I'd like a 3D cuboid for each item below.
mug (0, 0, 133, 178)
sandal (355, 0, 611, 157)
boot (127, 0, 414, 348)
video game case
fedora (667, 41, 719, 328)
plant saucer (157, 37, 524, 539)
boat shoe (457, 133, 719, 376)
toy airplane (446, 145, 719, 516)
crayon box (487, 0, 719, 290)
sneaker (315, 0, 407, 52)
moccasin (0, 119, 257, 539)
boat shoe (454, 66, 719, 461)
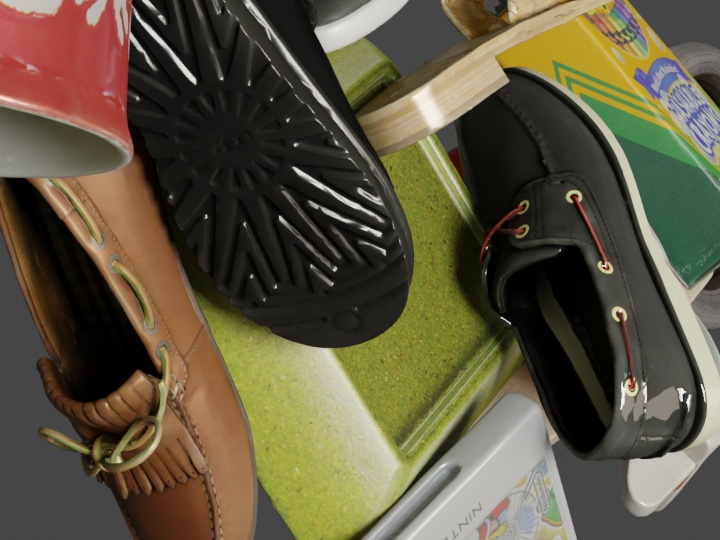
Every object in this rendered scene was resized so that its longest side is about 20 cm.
[{"bbox_3d":[-0.135,-0.143,0.546,0.177,0.132,0.202,20,74,-61],"label":"mug"},{"bbox_3d":[0.063,-0.132,0.827,0.211,0.077,0.070,-39,105,-37],"label":"sandal"},{"bbox_3d":[-0.032,-0.092,0.716,0.212,0.079,0.158,61,26,-25],"label":"boot"},{"bbox_3d":[0.037,0.183,0.800,0.182,0.023,0.201,-42,133,-28],"label":"video game case"},{"bbox_3d":[0.190,-0.054,1.170,0.199,0.090,0.179,11,83,-54],"label":"fedora"},{"bbox_3d":[0.000,0.000,0.806,0.201,0.048,0.200,58,40,-11],"label":"plant saucer"},{"bbox_3d":[0.108,-0.004,0.886,0.201,0.075,0.060,65,4,20],"label":"boat shoe"},{"bbox_3d":[0.108,0.048,0.992,0.199,0.141,0.201,15,65,-27],"label":"toy airplane"},{"bbox_3d":[0.136,-0.095,0.970,0.200,0.052,0.126,49,23,1],"label":"crayon box"},{"bbox_3d":[-0.006,-0.187,0.830,0.100,0.070,0.201,66,34,-38],"label":"sneaker"},{"bbox_3d":[-0.092,0.039,0.701,0.078,0.073,0.203,-41,128,-49],"label":"moccasin"},{"bbox_3d":[0.087,-0.008,0.803,0.063,0.074,0.203,-5,58,-32],"label":"boat shoe"}]
